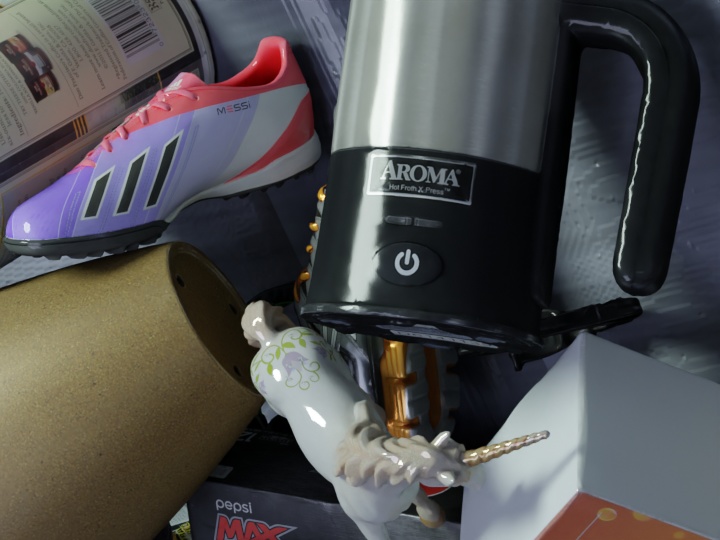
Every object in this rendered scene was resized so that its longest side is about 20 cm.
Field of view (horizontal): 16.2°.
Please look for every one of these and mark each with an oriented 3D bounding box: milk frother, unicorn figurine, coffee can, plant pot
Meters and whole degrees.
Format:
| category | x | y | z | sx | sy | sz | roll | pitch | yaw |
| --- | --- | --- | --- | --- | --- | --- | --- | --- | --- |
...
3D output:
| category | x | y | z | sx | sy | sz | roll | pitch | yaw |
| --- | --- | --- | --- | --- | --- | --- | --- | --- | --- |
| milk frother | 0.066 | -0.052 | 1.233 | 0.179 | 0.200 | 0.190 | 9 | 84 | -5 |
| unicorn figurine | 0.003 | 0.084 | 1.215 | 0.199 | 0.074 | 0.138 | 33 | 164 | 28 |
| coffee can | -0.195 | -0.085 | 1.366 | 0.146 | 0.200 | 0.147 | 19 | 125 | 30 |
| plant pot | -0.150 | 0.076 | 1.306 | 0.199 | 0.186 | 0.187 | -32 | 93 | 17 |

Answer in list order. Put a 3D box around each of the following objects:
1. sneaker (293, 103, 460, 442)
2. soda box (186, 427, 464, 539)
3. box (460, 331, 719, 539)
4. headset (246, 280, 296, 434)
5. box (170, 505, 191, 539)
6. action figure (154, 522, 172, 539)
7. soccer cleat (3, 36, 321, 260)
| category | x | y | z | sx | sy | sz | roll | pitch | yaw |
| --- | --- | --- | --- | --- | --- | --- | --- | --- | --- |
| sneaker | 0.000 | 0.000 | 1.318 | 0.077 | 0.078 | 0.202 | 0 | 96 | 31 |
| soda box | 0.007 | 0.137 | 1.335 | 0.199 | 0.063 | 0.071 | 7 | 117 | 30 |
| box | 0.162 | 0.131 | 1.210 | 0.199 | 0.098 | 0.125 | 21 | 135 | -15 |
| headset | -0.002 | 0.100 | 1.422 | 0.123 | 0.094 | 0.201 | -31 | 79 | 39 |
| box | -0.084 | 0.254 | 1.534 | 0.159 | 0.046 | 0.202 | 40 | 141 | 54 |
| action figure | -0.174 | 0.231 | 1.490 | 0.069 | 0.129 | 0.201 | -122 | 46 | -56 |
| soccer cleat | -0.105 | -0.062 | 1.310 | 0.068 | 0.199 | 0.074 | 14 | 120 | 48 |
